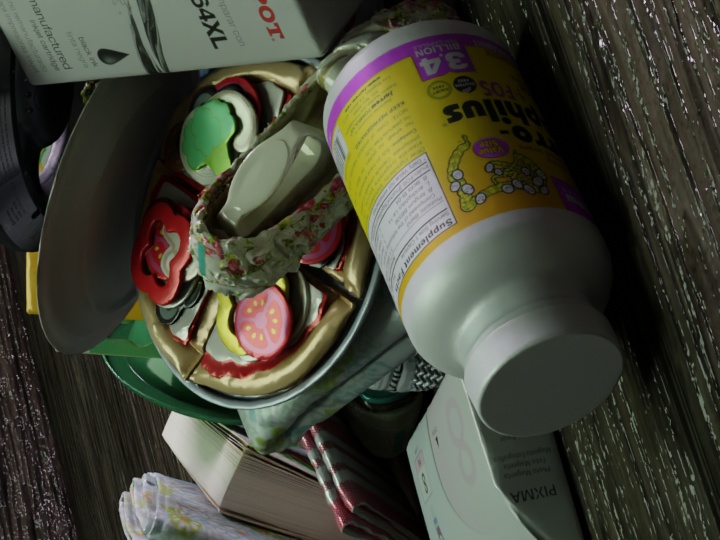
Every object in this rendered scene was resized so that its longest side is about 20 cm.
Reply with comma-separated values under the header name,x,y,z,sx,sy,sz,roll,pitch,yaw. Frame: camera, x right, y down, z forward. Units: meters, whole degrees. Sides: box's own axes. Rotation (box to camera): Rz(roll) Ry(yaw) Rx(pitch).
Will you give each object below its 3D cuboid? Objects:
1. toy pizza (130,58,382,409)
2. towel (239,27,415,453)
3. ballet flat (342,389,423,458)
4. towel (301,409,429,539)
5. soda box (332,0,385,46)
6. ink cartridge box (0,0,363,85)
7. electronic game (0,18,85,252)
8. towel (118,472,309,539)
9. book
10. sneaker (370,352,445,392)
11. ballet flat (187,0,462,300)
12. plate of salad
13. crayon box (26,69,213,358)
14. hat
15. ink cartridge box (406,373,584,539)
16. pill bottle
name,x,y,z,sx,sy,sz,roll,pitch,yaw
toy pizza,-0.063,-0.024,1.426,0.200,0.032,0.201,-8,79,43
towel,-0.020,-0.020,1.446,0.200,0.048,0.172,-39,57,33
ballet flat,-0.015,0.039,1.662,0.063,0.067,0.200,88,164,-46
towel,-0.027,0.094,1.642,0.201,0.030,0.146,61,-172,26
soda box,-0.035,-0.135,1.601,0.200,0.063,0.069,146,113,-75
ink cartridge box,-0.110,-0.186,1.389,0.084,0.199,0.146,-57,-47,-43
electronic game,-0.194,-0.111,1.522,0.200,0.041,0.201,2,-90,-77
towel,-0.061,0.191,1.697,0.171,0.199,0.048,-137,65,-81
book,-0.053,0.145,1.778,0.048,0.133,0.200,-66,18,1
sneaker,0.000,0.000,1.560,0.199,0.115,0.075,20,132,32
ballet flat,-0.016,-0.069,1.343,0.075,0.200,0.064,33,169,23
plate of salad,-0.147,-0.049,1.518,0.200,0.048,0.201,19,-90,-73
crayon box,-0.147,-0.039,1.650,0.052,0.125,0.201,-28,-60,-72
hat,-0.087,-0.010,1.744,0.165,0.199,0.177,36,123,40
ink cartridge box,0.082,0.160,1.412,0.163,0.057,0.201,114,147,-67
pill bottle,0.057,-0.020,1.243,0.105,0.104,0.201,95,159,-49
